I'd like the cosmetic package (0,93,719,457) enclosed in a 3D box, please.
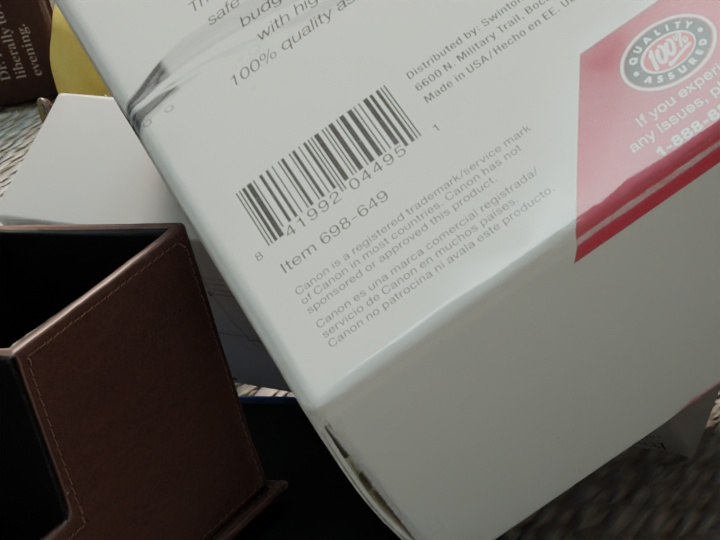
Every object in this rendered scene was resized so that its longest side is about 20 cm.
[{"bbox_3d":[0.000,0.000,0.740,0.199,0.083,0.051,7,61,34],"label":"cosmetic package"}]

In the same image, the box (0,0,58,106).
[{"bbox_3d":[-0.214,-0.173,1.242,0.199,0.167,0.164,-7,24,21],"label":"box"}]

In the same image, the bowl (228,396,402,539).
[{"bbox_3d":[-0.065,0.092,0.662,0.200,0.040,0.201,-15,21,6],"label":"bowl"}]

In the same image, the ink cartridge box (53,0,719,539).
[{"bbox_3d":[0.021,-0.048,0.650,0.145,0.085,0.200,-34,48,1],"label":"ink cartridge box"}]

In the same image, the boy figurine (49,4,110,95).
[{"bbox_3d":[-0.037,-0.089,1.050,0.199,0.065,0.124,4,29,34],"label":"boy figurine"}]

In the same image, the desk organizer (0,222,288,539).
[{"bbox_3d":[-0.109,0.066,0.595,0.071,0.077,0.200,0,27,36],"label":"desk organizer"}]

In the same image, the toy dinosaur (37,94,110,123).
[{"bbox_3d":[-0.029,-0.040,0.906,0.135,0.086,0.200,-22,11,-29],"label":"toy dinosaur"}]
